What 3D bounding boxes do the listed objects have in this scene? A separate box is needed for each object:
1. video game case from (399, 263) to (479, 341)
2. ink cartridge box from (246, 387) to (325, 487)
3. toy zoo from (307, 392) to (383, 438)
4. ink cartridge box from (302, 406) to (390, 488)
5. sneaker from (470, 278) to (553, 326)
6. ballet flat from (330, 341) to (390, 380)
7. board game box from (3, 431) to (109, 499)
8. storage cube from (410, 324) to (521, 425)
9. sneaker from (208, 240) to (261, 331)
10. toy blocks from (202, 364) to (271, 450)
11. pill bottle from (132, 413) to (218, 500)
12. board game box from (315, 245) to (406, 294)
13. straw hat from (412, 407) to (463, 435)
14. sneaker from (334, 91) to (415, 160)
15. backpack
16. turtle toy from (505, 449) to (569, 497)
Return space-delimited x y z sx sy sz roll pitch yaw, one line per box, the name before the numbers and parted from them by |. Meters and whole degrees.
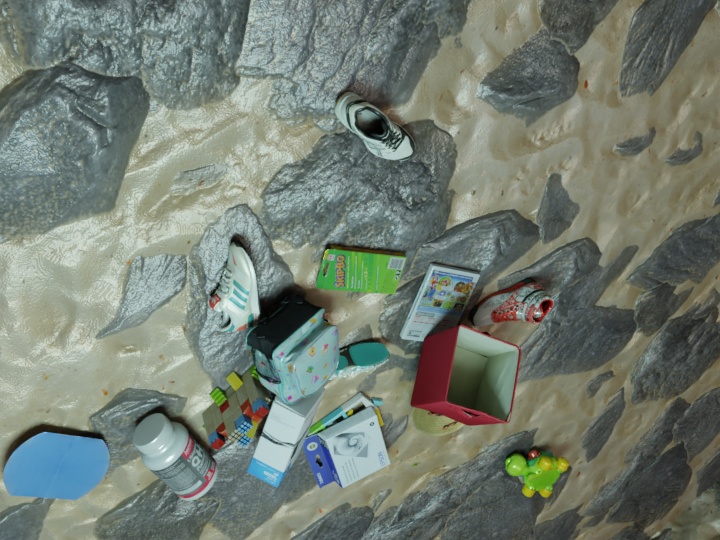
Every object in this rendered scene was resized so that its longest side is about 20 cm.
video game case | 0.191 0.084 1.506 0.142 0.018 0.202 10 114 -29
ink cartridge box | -0.166 0.359 1.414 0.083 0.145 0.202 25 111 8
toy zoo | -0.025 0.389 1.583 0.199 0.020 0.132 -34 127 -3
ink cartridge box | -0.033 0.462 1.584 0.198 0.041 0.201 -23 126 -11
sneaker | 0.378 0.099 1.545 0.200 0.108 0.068 -27 126 -8
ballet flat | -0.030 0.217 1.463 0.198 0.072 0.073 -11 123 -16
board game box | -0.629 0.397 1.299 0.199 0.039 0.159 21 103 -38
storage cube | 0.241 0.246 1.443 0.169 0.180 0.202 20 68 -16
sneaker | -0.255 0.040 1.239 0.092 0.070 0.202 -16 127 -22
toy blocks | -0.264 0.318 1.358 0.200 0.137 0.100 -43 127 5
pill bottle | -0.404 0.402 1.358 0.110 0.111 0.201 -31 127 -5
board game box | 0.000 0.000 1.363 0.198 0.030 0.096 4 116 -30
straw hat | 0.203 0.327 1.613 0.199 0.085 0.203 -11 122 -17
sneaker | 0.038 -0.258 1.191 0.199 0.088 0.076 26 104 -36
backpack | -0.133 0.178 1.314 0.176 0.152 0.201 -44 152 -35
turtle toy | 0.535 0.612 1.924 0.198 0.101 0.147 13 113 -30
